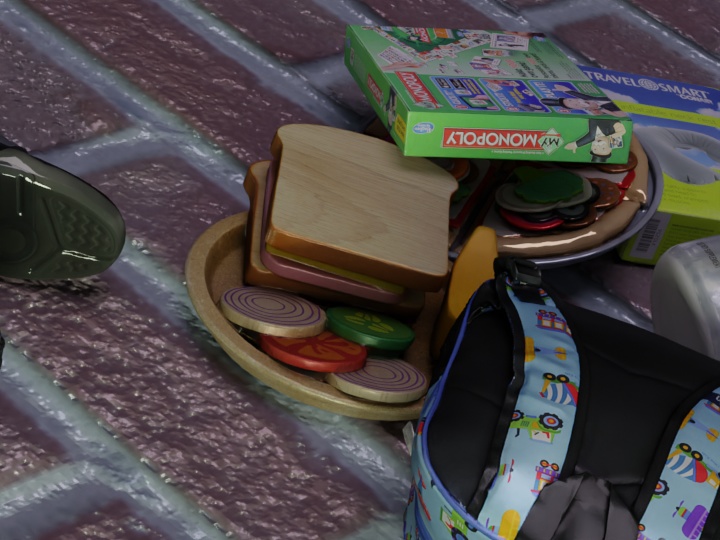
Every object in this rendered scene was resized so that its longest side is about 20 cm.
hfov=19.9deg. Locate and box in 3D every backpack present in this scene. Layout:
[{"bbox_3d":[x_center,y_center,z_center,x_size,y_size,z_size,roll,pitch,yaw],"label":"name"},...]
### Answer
[{"bbox_3d":[0.102,0.110,0.943,0.182,0.135,0.200,22,31,4],"label":"backpack"}]

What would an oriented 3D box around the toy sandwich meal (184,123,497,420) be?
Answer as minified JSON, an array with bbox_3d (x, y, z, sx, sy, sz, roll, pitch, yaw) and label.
[{"bbox_3d":[0.000,0.000,1.121,0.204,0.070,0.205,14,31,-9],"label":"toy sandwich meal"}]

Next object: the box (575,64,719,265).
[{"bbox_3d":[0.204,-0.072,1.370,0.121,0.048,0.200,8,34,-18],"label":"box"}]

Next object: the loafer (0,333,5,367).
[{"bbox_3d":[-0.249,-0.009,0.999,0.200,0.071,0.068,33,33,22],"label":"loafer"}]

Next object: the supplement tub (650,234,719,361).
[{"bbox_3d":[0.268,0.027,1.119,0.199,0.123,0.123,-12,38,-7],"label":"supplement tub"}]

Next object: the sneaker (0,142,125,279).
[{"bbox_3d":[-0.214,-0.062,1.096,0.199,0.076,0.114,14,38,1],"label":"sneaker"}]

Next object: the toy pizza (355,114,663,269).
[{"bbox_3d":[0.088,-0.068,1.268,0.199,0.032,0.201,2,36,-1],"label":"toy pizza"}]

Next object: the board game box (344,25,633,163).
[{"bbox_3d":[0.072,-0.110,1.256,0.134,0.029,0.200,1,21,-11],"label":"board game box"}]
